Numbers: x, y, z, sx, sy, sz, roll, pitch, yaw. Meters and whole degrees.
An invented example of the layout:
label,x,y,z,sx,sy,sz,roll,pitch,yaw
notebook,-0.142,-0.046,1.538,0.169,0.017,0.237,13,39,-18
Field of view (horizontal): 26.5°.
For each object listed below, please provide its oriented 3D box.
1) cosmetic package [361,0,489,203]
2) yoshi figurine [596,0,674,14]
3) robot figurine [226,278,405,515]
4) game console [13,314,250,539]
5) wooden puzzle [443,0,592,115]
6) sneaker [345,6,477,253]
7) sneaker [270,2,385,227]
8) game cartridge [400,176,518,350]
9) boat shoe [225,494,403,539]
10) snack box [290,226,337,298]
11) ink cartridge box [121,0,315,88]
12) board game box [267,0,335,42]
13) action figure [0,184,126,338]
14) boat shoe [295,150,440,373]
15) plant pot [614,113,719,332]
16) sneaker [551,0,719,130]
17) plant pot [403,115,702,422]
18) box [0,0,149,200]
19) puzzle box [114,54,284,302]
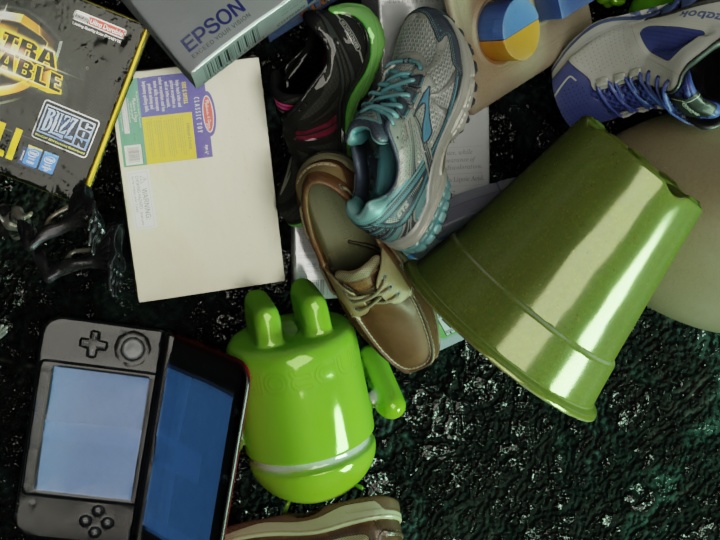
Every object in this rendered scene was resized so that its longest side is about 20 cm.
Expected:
label,x,y,z,sx,sy,sz,roll,pitch,yaw
cosmetic package,0.056,-0.159,1.334,0.101,0.074,0.201,-5,102,-13
yoshi figurine,0.255,-0.276,1.339,0.112,0.112,0.201,-31,112,-10
robot figurine,-0.051,0.113,1.330,0.175,0.116,0.201,-14,107,-12
game console,-0.199,0.154,1.305,0.171,0.119,0.201,8,97,-14
wooden puzzle,0.138,-0.253,1.289,0.185,0.046,0.201,-35,123,-40
sneaker,0.035,-0.119,1.215,0.086,0.077,0.201,16,76,-42
sneaker,-0.044,-0.134,1.296,0.083,0.077,0.201,3,114,-29
game cartridge,0.090,-0.003,1.343,0.199,0.041,0.134,-26,125,7
boat shoe,-0.059,0.255,1.341,0.201,0.075,0.075,-17,67,18
snack box,0.036,-0.014,1.378,0.199,0.024,0.072,-2,100,-12
ink cartridge box,-0.116,-0.281,1.237,0.199,0.041,0.200,-38,77,-8
board game box,-0.029,-0.300,1.279,0.200,0.034,0.136,-33,76,-6
action figure,-0.298,-0.015,1.235,0.199,0.102,0.119,-3,139,12
boat shoe,0.000,0.000,1.266,0.075,0.074,0.201,-27,103,14
plant pot,0.268,-0.055,1.351,0.134,0.200,0.201,10,98,5
sneaker,0.251,-0.165,1.285,0.199,0.116,0.081,-26,128,30
plant pot,0.170,-0.014,1.229,0.200,0.200,0.190,36,101,-16
box,-0.291,-0.164,1.253,0.199,0.049,0.160,22,96,-7
puzzle box,-0.141,-0.080,1.326,0.132,0.025,0.201,-8,101,-11
